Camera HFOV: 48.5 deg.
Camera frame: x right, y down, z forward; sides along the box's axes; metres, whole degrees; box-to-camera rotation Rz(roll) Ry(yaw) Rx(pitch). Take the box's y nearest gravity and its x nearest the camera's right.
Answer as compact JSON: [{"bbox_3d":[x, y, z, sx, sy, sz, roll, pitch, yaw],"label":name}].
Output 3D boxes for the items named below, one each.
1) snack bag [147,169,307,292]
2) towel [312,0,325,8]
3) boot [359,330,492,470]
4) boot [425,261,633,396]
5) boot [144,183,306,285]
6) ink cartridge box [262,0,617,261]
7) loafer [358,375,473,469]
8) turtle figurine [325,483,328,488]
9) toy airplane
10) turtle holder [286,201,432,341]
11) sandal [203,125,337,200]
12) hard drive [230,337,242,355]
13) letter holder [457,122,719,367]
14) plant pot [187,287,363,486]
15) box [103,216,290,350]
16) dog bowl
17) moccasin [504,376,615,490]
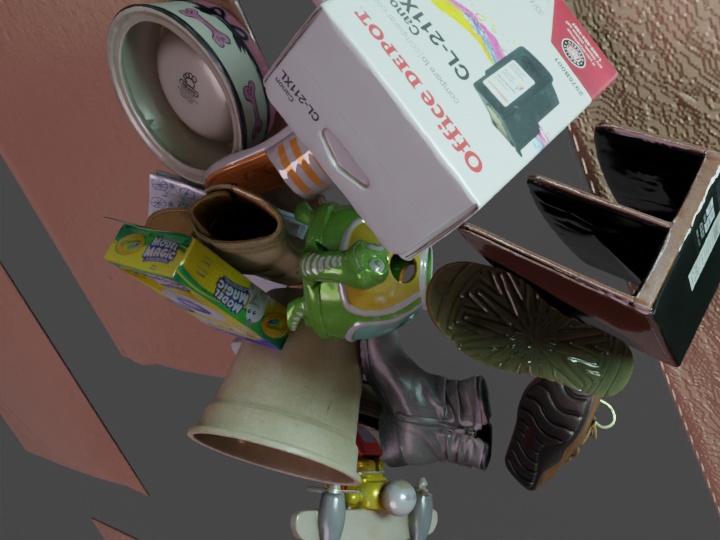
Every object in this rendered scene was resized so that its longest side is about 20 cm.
[{"bbox_3d":[-0.171,-0.027,0.976,0.187,0.021,0.200,18,141,-5],"label":"snack bag"},{"bbox_3d":[0.037,-0.235,0.637,0.191,0.032,0.200,-22,106,51],"label":"towel"},{"bbox_3d":[0.079,0.125,0.896,0.131,0.070,0.201,-9,102,26],"label":"boot"},{"bbox_3d":[0.112,0.043,0.670,0.174,0.066,0.200,29,180,-10],"label":"boot"},{"bbox_3d":[-0.155,-0.043,0.825,0.199,0.073,0.155,15,169,13],"label":"boot"},{"bbox_3d":[0.060,-0.124,0.520,0.146,0.200,0.083,51,141,-4],"label":"ink cartridge box"},{"bbox_3d":[0.055,0.196,0.980,0.199,0.063,0.072,25,139,27],"label":"loafer"},{"bbox_3d":[-0.032,0.320,1.146,0.162,0.064,0.200,63,-174,-3],"label":"turtle figurine"},{"bbox_3d":[0.015,0.315,1.017,0.141,0.200,0.199,-31,103,35],"label":"toy airplane"},{"bbox_3d":[0.002,-0.008,0.775,0.131,0.142,0.186,3,148,9],"label":"turtle holder"},{"bbox_3d":[-0.067,-0.094,0.785,0.206,0.060,0.079,-20,148,28],"label":"sandal"},{"bbox_3d":[-0.087,0.148,1.110,0.199,0.025,0.132,-6,118,47],"label":"hard drive"},{"bbox_3d":[0.168,-0.021,0.558,0.142,0.101,0.200,26,177,30],"label":"letter holder"},{"bbox_3d":[-0.073,0.128,0.917,0.199,0.185,0.201,14,159,6],"label":"plant pot"},{"bbox_3d":[-0.165,0.012,0.807,0.117,0.049,0.200,12,158,39],"label":"box"},{"bbox_3d":[-0.174,-0.194,0.849,0.199,0.074,0.201,27,138,27],"label":"dog bowl"},{"bbox_3d":[0.201,0.149,0.791,0.074,0.077,0.202,42,150,33],"label":"moccasin"}]
